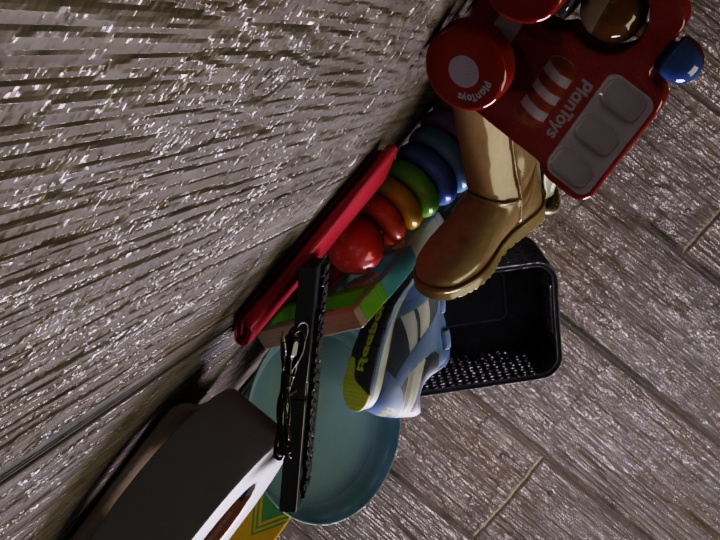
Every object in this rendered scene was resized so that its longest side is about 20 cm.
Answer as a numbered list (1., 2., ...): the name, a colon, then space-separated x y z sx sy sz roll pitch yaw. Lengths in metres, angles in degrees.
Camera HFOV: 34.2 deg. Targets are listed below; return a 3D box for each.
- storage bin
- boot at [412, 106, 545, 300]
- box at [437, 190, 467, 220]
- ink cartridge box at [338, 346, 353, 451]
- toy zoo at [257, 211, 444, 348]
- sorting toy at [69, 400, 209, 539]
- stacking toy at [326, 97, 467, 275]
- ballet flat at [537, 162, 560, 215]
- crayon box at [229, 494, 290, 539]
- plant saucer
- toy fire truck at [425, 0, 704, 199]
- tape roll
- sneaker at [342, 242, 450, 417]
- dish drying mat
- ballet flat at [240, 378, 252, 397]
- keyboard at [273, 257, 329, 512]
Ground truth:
1. storage bin: 0.112 0.050 1.283 0.094 0.198 0.137 -107 -171 -70
2. boot: 0.097 -0.097 1.026 0.175 0.066 0.201 -43 139 -31
3. box: 0.122 -0.137 1.281 0.201 0.086 0.164 -55 174 31
4. ink cartridge box: -0.036 0.091 1.261 0.115 0.067 0.202 104 -7 -80
5. toy zoo: 0.000 0.000 1.119 0.130 0.021 0.200 -15 -156 41
6. sorting toy: -0.183 0.182 1.021 0.186 0.036 0.200 -53 171 1
7. stacking toy: 0.045 -0.071 1.089 0.200 0.085 0.085 -47 174 -18
8. ballet flat: 0.165 -0.145 1.123 0.069 0.069 0.202 -45 132 -57
9. crayon box: -0.127 0.296 1.267 0.200 0.051 0.126 -48 174 -49
10. plant saucer: -0.040 0.147 1.152 0.027 0.201 0.200 -4 -144 47
11. toy fire truck: 0.157 -0.168 0.854 0.112 0.167 0.201 -47 174 -49
12. tape roll: -0.141 0.195 0.956 0.201 0.066 0.200 -51 170 -13
13. sneaker: 0.051 0.053 1.159 0.074 0.082 0.202 14 -98 65
14. dish drying mat: -0.038 -0.022 0.978 0.200 0.018 0.077 -52 175 -19
15. ballet flat: -0.105 0.158 1.424 0.069 0.063 0.200 -52 175 -2
16. keyboard: -0.046 0.094 0.930 0.127 0.020 0.202 -39 134 -76
